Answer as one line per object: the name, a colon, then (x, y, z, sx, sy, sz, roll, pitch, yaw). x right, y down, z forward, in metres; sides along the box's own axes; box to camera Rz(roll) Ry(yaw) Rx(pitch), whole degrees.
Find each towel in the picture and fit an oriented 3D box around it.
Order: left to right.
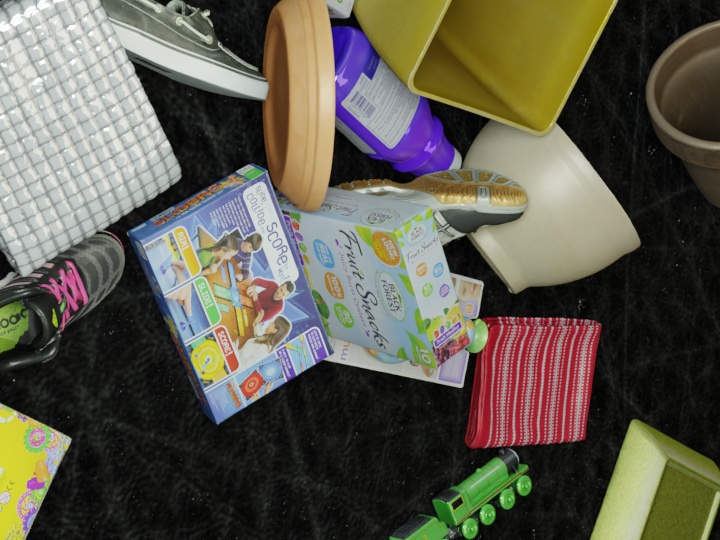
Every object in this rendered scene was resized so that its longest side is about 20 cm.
towel: (-0.256, -0.121, 1.307, 0.165, 0.086, 0.201, -31, 115, -11)
towel: (0.195, 0.125, 1.834, 0.199, 0.022, 0.146, 2, 98, -43)

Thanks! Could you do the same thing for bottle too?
bottle: (0.025, -0.151, 1.591, 0.200, 0.065, 0.084, 39, 71, -40)

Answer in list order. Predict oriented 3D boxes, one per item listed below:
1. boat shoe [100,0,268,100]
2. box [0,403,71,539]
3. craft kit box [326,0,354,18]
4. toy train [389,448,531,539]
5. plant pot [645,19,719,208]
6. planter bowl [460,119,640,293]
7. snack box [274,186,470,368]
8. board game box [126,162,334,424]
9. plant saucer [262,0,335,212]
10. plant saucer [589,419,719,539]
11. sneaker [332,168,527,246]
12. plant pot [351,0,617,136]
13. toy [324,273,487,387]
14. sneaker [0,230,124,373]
boat shoe: (-0.153, -0.199, 1.415, 0.199, 0.070, 0.064, 20, 86, -41)
box: (-0.350, 0.174, 1.223, 0.122, 0.192, 0.201, 34, 75, -41)
craft kit box: (-0.059, -0.358, 1.490, 0.197, 0.048, 0.202, 22, 83, -46)
toy train: (0.110, 0.257, 1.770, 0.199, 0.042, 0.057, -33, 108, -34)
plant pot: (0.440, -0.161, 1.908, 0.201, 0.199, 0.175, -51, 145, -23)
planter bowl: (0.170, -0.063, 1.677, 0.134, 0.200, 0.200, -38, 126, 1)
snack box: (0.000, 0.000, 1.507, 0.053, 0.199, 0.143, -36, 121, -31)
board game box: (-0.114, 0.022, 1.497, 0.135, 0.034, 0.201, -30, 119, -20)
plant saucer: (-0.058, -0.152, 1.446, 0.037, 0.200, 0.202, -1, 100, -13)
plant saucer: (0.371, 0.307, 2.014, 0.199, 0.048, 0.201, 28, 79, -42)
sneaker: (0.064, -0.044, 1.594, 0.076, 0.198, 0.088, -77, 162, -67)
plant pot: (0.105, -0.271, 1.544, 0.199, 0.176, 0.201, 13, 110, -43)
toy: (0.058, 0.052, 1.675, 0.199, 0.047, 0.116, 15, 87, -44)
sneaker: (-0.262, 0.032, 1.348, 0.199, 0.087, 0.074, -33, 119, -34)
